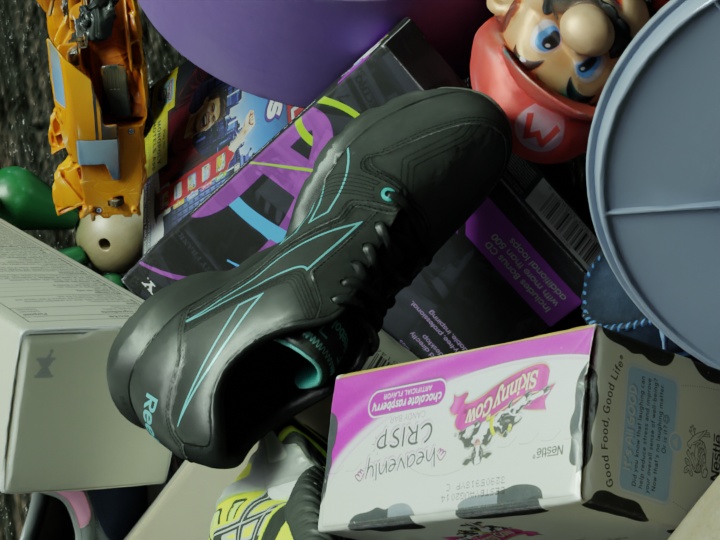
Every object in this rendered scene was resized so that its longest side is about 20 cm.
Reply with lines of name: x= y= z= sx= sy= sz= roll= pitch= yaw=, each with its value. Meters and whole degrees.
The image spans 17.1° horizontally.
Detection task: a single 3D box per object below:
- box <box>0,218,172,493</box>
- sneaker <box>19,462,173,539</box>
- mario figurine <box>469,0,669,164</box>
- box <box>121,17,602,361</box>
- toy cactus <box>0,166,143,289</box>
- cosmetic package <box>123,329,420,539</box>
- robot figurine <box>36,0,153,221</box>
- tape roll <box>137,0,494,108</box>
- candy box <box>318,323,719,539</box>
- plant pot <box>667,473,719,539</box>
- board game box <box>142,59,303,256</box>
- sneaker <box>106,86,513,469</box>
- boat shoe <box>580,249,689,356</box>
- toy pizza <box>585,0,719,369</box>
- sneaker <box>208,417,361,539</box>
box: x=-0.173 y=0.033 z=1.134 sx=0.200 sy=0.095 sz=0.078 roll=27 pitch=111 yaw=51
sneaker: x=-0.149 y=0.170 z=1.202 sx=0.070 sy=0.082 sz=0.201 roll=29 pitch=119 yaw=48
mario figurine: x=0.117 y=-0.134 z=0.996 sx=0.123 sy=0.106 sz=0.201 roll=33 pitch=95 yaw=36
box: x=0.000 y=0.000 z=1.081 sx=0.200 sy=0.143 sz=0.036 roll=-39 pitch=5 yaw=38
toy cactus: x=-0.161 y=0.004 z=1.298 sx=0.165 sy=0.200 sz=0.102 roll=-35 pitch=-1 yaw=-20
cosmetic package: x=-0.041 y=0.117 z=1.083 sx=0.200 sy=0.103 sz=0.073 roll=-53 pitch=1 yaw=27
robot figurine: x=-0.139 y=-0.135 z=1.209 sx=0.145 sy=0.058 sz=0.201 roll=-108 pitch=13 yaw=-61
tape roll: x=-0.011 y=-0.178 z=1.101 sx=0.085 sy=0.199 sz=0.201 roll=99 pitch=167 yaw=-58
candy box: x=0.104 y=0.080 z=0.846 sx=0.136 sy=0.199 sz=0.061 roll=-13 pitch=64 yaw=49
plant pot: x=0.192 y=0.140 z=0.723 sx=0.199 sy=0.200 sz=0.178 roll=3 pitch=66 yaw=53
board game box: x=-0.029 y=-0.037 z=1.190 sx=0.199 sy=0.061 sz=0.201 roll=-29 pitch=53 yaw=43
sneaker: x=-0.007 y=0.007 z=0.967 sx=0.200 sy=0.076 sz=0.079 roll=-42 pitch=37 yaw=-7
boat shoe: x=0.153 y=-0.029 z=0.940 sx=0.200 sy=0.068 sz=0.085 roll=-36 pitch=49 yaw=39
toy pizza: x=0.178 y=-0.034 z=0.820 sx=0.200 sy=0.200 sz=0.032 roll=-42 pitch=20 yaw=34
sneaker: x=-0.016 y=0.118 z=0.918 sx=0.077 sy=0.075 sz=0.200 roll=-55 pitch=11 yaw=3
